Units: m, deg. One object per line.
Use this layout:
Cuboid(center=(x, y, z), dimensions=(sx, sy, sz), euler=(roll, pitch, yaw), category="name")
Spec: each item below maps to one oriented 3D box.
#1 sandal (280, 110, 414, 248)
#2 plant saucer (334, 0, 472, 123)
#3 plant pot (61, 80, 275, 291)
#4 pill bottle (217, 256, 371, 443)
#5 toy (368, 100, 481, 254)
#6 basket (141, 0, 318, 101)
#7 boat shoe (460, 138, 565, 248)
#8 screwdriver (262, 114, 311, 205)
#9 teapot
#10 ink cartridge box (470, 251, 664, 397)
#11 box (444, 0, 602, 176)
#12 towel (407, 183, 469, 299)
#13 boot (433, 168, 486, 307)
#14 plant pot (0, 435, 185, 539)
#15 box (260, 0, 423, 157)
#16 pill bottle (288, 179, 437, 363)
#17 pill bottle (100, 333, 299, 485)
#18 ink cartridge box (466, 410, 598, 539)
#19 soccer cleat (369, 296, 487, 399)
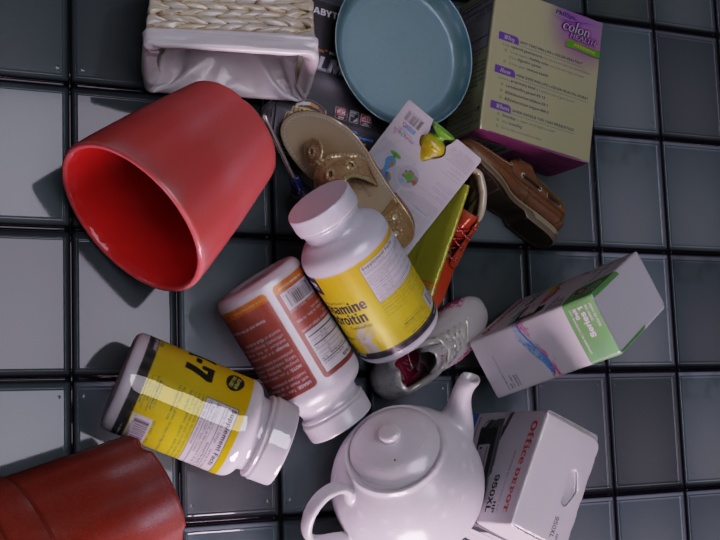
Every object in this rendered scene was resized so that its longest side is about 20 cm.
Cuboid(center=(-0.012, -0.103, 1.456), dimensions=(0.078, 0.070, 0.212), euler=(-41, 102, 13), category="sandal")
Cuboid(center=(0.051, -0.276, 1.555), dimensions=(0.198, 0.027, 0.203), euler=(4, 82, -28), category="plant saucer")
Cuboid(center=(-0.200, -0.105, 1.374), dimensions=(0.201, 0.200, 0.177), euler=(52, 54, -11), category="plant pot")
Cuboid(center=(-0.073, 0.095, 1.443), dimensions=(0.112, 0.112, 0.201), euler=(-34, 99, -26), category="pill bottle")
Cuboid(center=(0.046, -0.097, 1.521), dimensions=(0.115, 0.047, 0.201), euler=(38, 109, 1), category="toy")
Cuboid(center=(-0.151, -0.282, 1.425), dimensions=(0.197, 0.136, 0.125), euler=(2, 74, -9), category="basket")
Cuboid(center=(0.194, -0.115, 1.637), dimensions=(0.200, 0.072, 0.068), euler=(42, 63, -26), category="boat shoe")
Cuboid(center=(-0.083, -0.122, 1.451), dimensions=(0.201, 0.028, 0.029), euler=(69, 27, -49), category="screwdriver")
Cuboid(center=(0.044, 0.230, 1.425), dimensions=(0.147, 0.195, 0.201), euler=(69, 23, -46), category="teapot")
Cuboid(center=(0.257, 0.069, 1.545), dimensions=(0.145, 0.199, 0.085), euler=(-34, 96, -49), category="ink cartridge box")
Cuboid(center=(0.218, -0.250, 1.648), dimensions=(0.174, 0.096, 0.203), euler=(13, 78, -24), category="box")
Cuboid(center=(0.075, -0.016, 1.526), dimensions=(0.018, 0.086, 0.202), euler=(20, 88, -45), category="towel")
Cuboid(center=(0.103, -0.038, 1.555), dimensions=(0.074, 0.107, 0.202), euler=(19, 76, -25), category="boot")
Cuboid(center=(-0.297, 0.276, 1.270), dimensions=(0.194, 0.200, 0.203), euler=(-22, 92, -36), category="plant pot")
Cuboid(center=(-0.023, -0.228, 1.552), dimensions=(0.198, 0.050, 0.201), euler=(13, 78, -25), category="box")
Cuboid(center=(0.000, 0.000, 1.426), dimensions=(0.112, 0.112, 0.201), euler=(-44, 116, -25), category="pill bottle")
Cuboid(center=(-0.175, 0.157, 1.364), dimensions=(0.198, 0.114, 0.115), euler=(24, 73, -11), category="pill bottle")
Cuboid(center=(0.182, 0.252, 1.499), dimensions=(0.084, 0.200, 0.146), euler=(28, 71, -20), category="ink cartridge box")
Cuboid(center=(0.100, 0.098, 1.544), dimensions=(0.199, 0.086, 0.070), euler=(-36, 99, -26), category="soccer cleat")
